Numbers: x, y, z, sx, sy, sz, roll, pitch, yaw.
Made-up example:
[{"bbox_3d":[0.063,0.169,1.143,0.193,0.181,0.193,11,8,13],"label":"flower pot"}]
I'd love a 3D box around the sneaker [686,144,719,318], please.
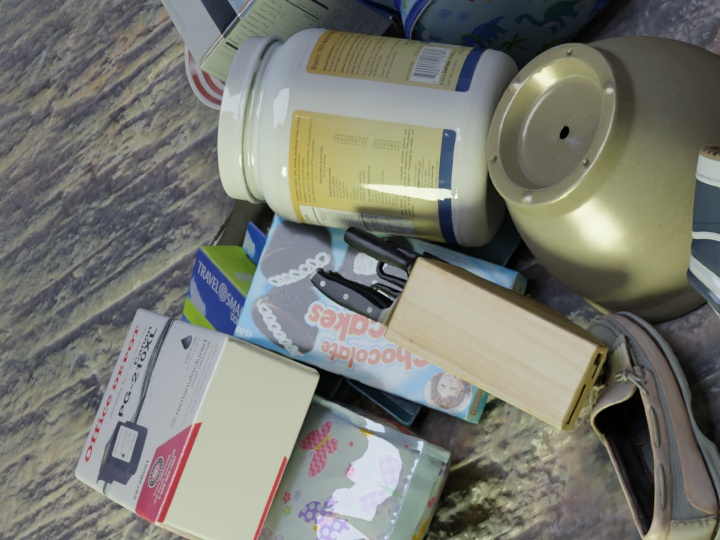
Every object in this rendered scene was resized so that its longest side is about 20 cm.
[{"bbox_3d":[0.296,-0.006,1.442,0.199,0.070,0.109,20,106,36],"label":"sneaker"}]

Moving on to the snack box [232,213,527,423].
[{"bbox_3d":[0.014,0.028,1.700,0.199,0.037,0.117,18,87,21],"label":"snack box"}]

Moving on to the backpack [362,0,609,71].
[{"bbox_3d":[0.086,-0.243,1.697,0.183,0.200,0.147,-38,46,30],"label":"backpack"}]

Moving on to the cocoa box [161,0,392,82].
[{"bbox_3d":[-0.082,-0.247,1.912,0.131,0.133,0.200,-49,42,18],"label":"cocoa box"}]

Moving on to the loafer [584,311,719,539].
[{"bbox_3d":[0.185,0.102,1.505,0.200,0.063,0.072,-114,33,-42],"label":"loafer"}]

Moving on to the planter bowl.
[{"bbox_3d":[0.174,-0.079,1.565,0.200,0.134,0.201,-25,54,39],"label":"planter bowl"}]

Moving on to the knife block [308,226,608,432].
[{"bbox_3d":[0.061,0.033,1.572,0.064,0.175,0.200,-67,16,6],"label":"knife block"}]

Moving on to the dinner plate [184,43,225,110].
[{"bbox_3d":[-0.086,-0.235,2.035,0.200,0.024,0.201,-26,54,41],"label":"dinner plate"}]

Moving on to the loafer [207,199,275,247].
[{"bbox_3d":[-0.084,-0.056,1.904,0.200,0.070,0.075,-52,40,17],"label":"loafer"}]

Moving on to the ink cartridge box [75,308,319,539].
[{"bbox_3d":[-0.126,0.116,1.686,0.200,0.084,0.145,11,79,65],"label":"ink cartridge box"}]

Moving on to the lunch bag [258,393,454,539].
[{"bbox_3d":[-0.014,0.186,1.660,0.200,0.127,0.170,14,83,63],"label":"lunch bag"}]

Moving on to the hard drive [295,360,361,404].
[{"bbox_3d":[0.000,0.000,1.799,0.135,0.042,0.201,37,103,52],"label":"hard drive"}]

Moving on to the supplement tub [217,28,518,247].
[{"bbox_3d":[0.008,-0.100,1.656,0.199,0.144,0.145,9,76,14],"label":"supplement tub"}]

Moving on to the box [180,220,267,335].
[{"bbox_3d":[-0.104,0.074,1.832,0.122,0.047,0.201,42,125,49],"label":"box"}]

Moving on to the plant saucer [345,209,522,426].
[{"bbox_3d":[0.065,0.017,1.722,0.070,0.019,0.200,35,100,29],"label":"plant saucer"}]
